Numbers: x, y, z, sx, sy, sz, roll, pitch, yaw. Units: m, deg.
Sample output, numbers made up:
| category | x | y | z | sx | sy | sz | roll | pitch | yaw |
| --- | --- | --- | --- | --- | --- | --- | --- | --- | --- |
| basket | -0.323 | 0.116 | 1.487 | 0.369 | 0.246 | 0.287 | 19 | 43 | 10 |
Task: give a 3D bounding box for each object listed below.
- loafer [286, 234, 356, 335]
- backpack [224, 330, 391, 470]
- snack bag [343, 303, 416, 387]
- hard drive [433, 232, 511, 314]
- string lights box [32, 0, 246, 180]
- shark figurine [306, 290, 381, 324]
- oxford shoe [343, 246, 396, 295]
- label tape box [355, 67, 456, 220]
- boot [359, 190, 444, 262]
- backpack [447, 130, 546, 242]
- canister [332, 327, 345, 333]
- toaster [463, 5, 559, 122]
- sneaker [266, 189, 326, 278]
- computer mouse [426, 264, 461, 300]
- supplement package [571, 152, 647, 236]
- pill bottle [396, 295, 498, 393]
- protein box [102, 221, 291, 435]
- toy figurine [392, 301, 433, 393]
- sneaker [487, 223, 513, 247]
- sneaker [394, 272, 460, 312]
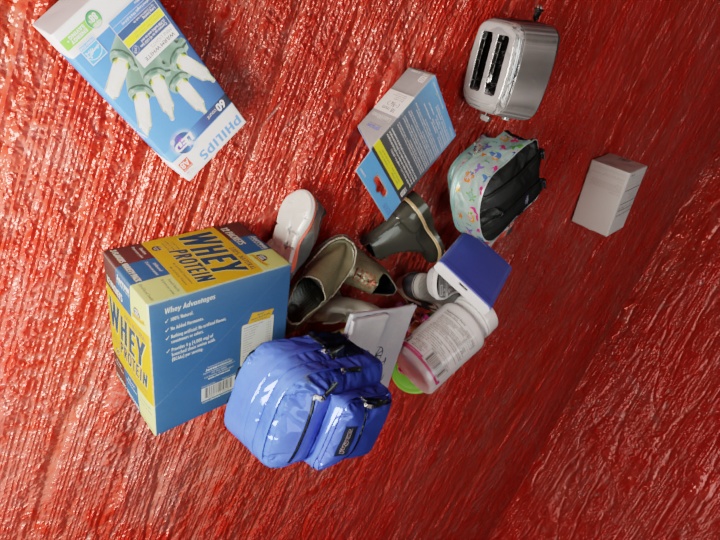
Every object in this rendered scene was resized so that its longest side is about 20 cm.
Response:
| category | x | y | z | sx | sy | sz | roll | pitch | yaw |
| --- | --- | --- | --- | --- | --- | --- | --- | --- | --- |
| loafer | -0.065 | 0.023 | 0.828 | 0.075 | 0.069 | 0.201 | 44 | 67 | -18 |
| backpack | -0.067 | 0.175 | 0.710 | 0.199 | 0.167 | 0.164 | 9 | 103 | -50 |
| snack bag | 0.019 | 0.153 | 0.907 | 0.199 | 0.021 | 0.191 | -3 | 114 | -53 |
| hard drive | 0.233 | -0.005 | 1.061 | 0.025 | 0.132 | 0.200 | -50 | 175 | 35 |
| string lights box | -0.222 | -0.205 | 0.560 | 0.103 | 0.059 | 0.200 | -49 | 143 | -11 |
| shark figurine | -0.075 | 0.052 | 0.924 | 0.212 | 0.128 | 0.091 | 3 | 85 | -23 |
| oxford shoe | 0.000 | 0.000 | 0.947 | 0.199 | 0.075 | 0.071 | 16 | 106 | -51 |
| label tape box | 0.061 | -0.207 | 0.870 | 0.201 | 0.063 | 0.144 | -50 | 143 | -8 |
| boot | 0.081 | -0.049 | 1.021 | 0.138 | 0.078 | 0.200 | -38 | 139 | -4 |
| backpack | 0.260 | -0.165 | 1.051 | 0.200 | 0.150 | 0.179 | -47 | 140 | -24 |
| canister | -0.053 | 0.156 | 0.954 | 0.199 | 0.088 | 0.148 | -15 | 171 | -45 |
| toaster | 0.270 | -0.370 | 0.943 | 0.128 | 0.113 | 0.202 | -15 | 129 | -38 |
| sneaker | -0.107 | -0.022 | 0.816 | 0.202 | 0.077 | 0.082 | -60 | 149 | 6 |
| computer mouse | 0.183 | 0.013 | 1.088 | 0.199 | 0.043 | 0.111 | -8 | 101 | -54 |
| supplement package | 0.738 | -0.227 | 1.563 | 0.119 | 0.121 | 0.202 | -22 | 132 | -37 |
| pill bottle | 0.171 | 0.137 | 1.038 | 0.199 | 0.113 | 0.114 | -37 | 140 | -18 |
| protein box | -0.215 | 0.069 | 0.708 | 0.197 | 0.134 | 0.202 | -18 | 130 | -40 |
| toy figurine | 0.099 | 0.139 | 1.139 | 0.184 | 0.149 | 0.202 | 46 | 59 | -43 |
| sneaker | 0.283 | -0.098 | 1.200 | 0.201 | 0.067 | 0.109 | -38 | 139 | -28 |
| sneaker | 0.154 | 0.049 | 1.144 | 0.199 | 0.079 | 0.079 | 30 | 72 | -43 |
